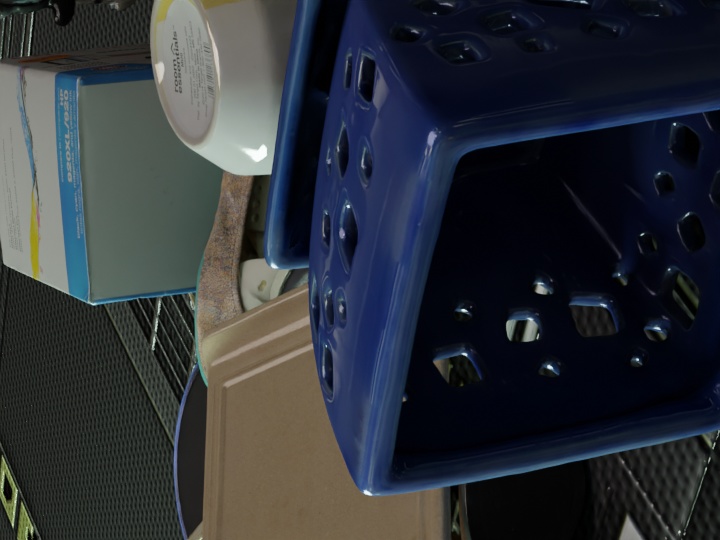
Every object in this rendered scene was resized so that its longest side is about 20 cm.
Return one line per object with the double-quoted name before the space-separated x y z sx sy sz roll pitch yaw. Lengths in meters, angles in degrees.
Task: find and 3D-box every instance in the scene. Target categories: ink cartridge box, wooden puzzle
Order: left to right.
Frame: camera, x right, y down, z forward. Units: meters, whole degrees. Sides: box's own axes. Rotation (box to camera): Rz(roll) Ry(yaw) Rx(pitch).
"ink cartridge box" -0.146 -0.069 1.619 0.200 0.146 0.146 -164 68 -64
"wooden puzzle" -0.016 0.103 1.326 0.184 0.037 0.202 -25 58 39

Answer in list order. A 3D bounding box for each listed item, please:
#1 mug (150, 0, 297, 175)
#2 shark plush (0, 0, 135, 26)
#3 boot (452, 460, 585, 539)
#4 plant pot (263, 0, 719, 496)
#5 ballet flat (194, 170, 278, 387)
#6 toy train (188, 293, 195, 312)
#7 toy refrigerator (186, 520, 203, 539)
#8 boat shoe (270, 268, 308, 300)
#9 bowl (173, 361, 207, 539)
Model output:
"mug" -0.025 -0.127 1.217 0.188 0.152 0.150 65 152 25
"shark plush" -0.170 -0.205 1.609 0.083 0.200 0.091 36 150 16
"boot" 0.065 0.147 1.344 0.200 0.068 0.190 178 79 -75
"plant pot" 0.068 -0.044 1.079 0.180 0.198 0.201 -123 32 -45
"ballet flat" -0.056 -0.021 1.489 0.067 0.068 0.202 -5 76 39
"toy train" -0.074 0.076 1.646 0.046 0.034 0.201 96 155 -56
"toy refrigerator" -0.053 0.168 1.442 0.200 0.069 0.076 -50 39 40
"boat shoe" 0.000 0.000 1.404 0.063 0.072 0.200 51 152 18
"bowl" -0.054 0.127 1.545 0.200 0.039 0.203 0 91 54
